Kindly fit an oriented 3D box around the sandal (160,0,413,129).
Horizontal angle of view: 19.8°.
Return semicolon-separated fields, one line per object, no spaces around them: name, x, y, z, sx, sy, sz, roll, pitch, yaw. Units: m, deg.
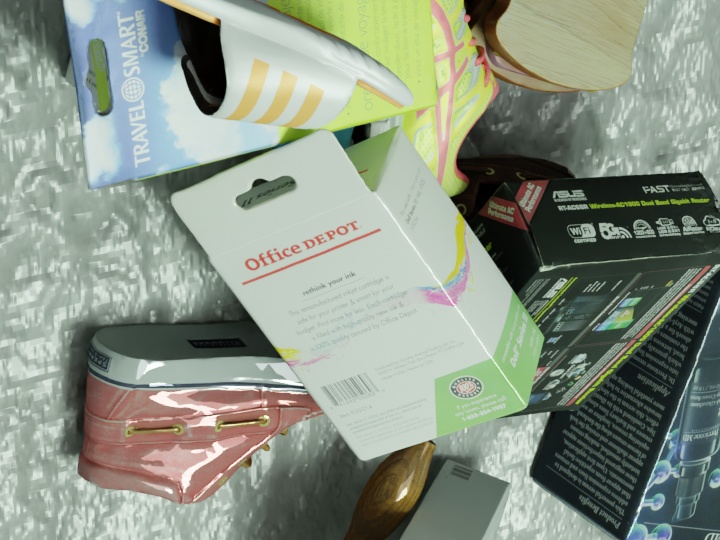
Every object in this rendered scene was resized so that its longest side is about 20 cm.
sandal;-0.074;-0.107;0.978;0.206;0.079;0.059;21;98;-24

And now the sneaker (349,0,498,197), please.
sneaker;0.039;-0.127;1.182;0.090;0.078;0.200;0;117;-22

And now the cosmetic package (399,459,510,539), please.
cosmetic package;0.046;0.194;1.284;0.200;0.051;0.083;-47;156;-69

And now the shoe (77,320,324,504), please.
shoe;-0.072;0.084;1.228;0.200;0.071;0.091;1;111;-28

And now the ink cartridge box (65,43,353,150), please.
ink cartridge box;-0.059;-0.175;1.110;0.145;0.084;0.200;7;107;-34

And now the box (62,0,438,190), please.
box;-0.059;-0.123;1.049;0.200;0.048;0.122;-16;116;-23

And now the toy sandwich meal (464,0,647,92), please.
toy sandwich meal;0.126;-0.205;1.228;0.205;0.070;0.205;-14;117;-28

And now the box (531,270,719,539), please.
box;0.232;0.082;1.403;0.148;0.107;0.200;10;105;-37

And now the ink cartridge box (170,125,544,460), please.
ink cartridge box;0.000;0.000;1.130;0.200;0.117;0.067;55;33;-24

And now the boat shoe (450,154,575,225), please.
boat shoe;0.056;-0.035;1.259;0.200;0.070;0.071;-11;116;-28

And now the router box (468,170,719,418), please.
router box;0.113;0.020;1.257;0.150;0.062;0.200;-4;150;-32

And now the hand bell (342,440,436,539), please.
hand bell;-0.012;0.189;1.283;0.104;0.104;0.200;28;95;-38
